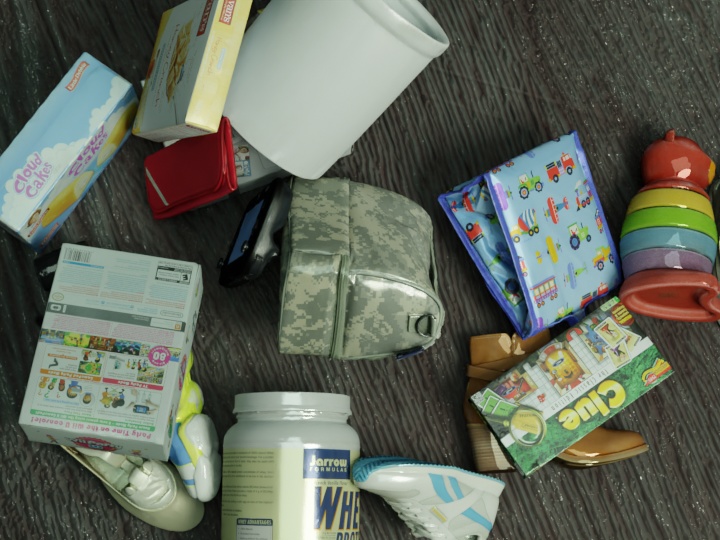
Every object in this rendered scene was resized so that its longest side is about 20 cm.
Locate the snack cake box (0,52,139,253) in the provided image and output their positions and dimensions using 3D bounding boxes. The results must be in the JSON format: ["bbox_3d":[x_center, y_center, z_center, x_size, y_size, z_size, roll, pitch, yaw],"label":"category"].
[{"bbox_3d":[-0.326,-0.126,1.359,0.067,0.115,0.200,35,80,3],"label":"snack cake box"}]

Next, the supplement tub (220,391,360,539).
[{"bbox_3d":[-0.072,0.230,1.296,0.145,0.145,0.200,1,80,-3],"label":"supplement tub"}]

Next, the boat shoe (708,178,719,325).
[{"bbox_3d":[0.434,-0.015,1.414,0.072,0.060,0.202,-2,80,-4],"label":"boat shoe"}]

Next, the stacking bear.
[{"bbox_3d":[0.350,-0.056,1.395,0.114,0.121,0.200,0,69,21],"label":"stacking bear"}]

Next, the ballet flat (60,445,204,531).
[{"bbox_3d":[-0.253,0.210,1.329,0.200,0.069,0.069,36,80,3],"label":"ballet flat"}]

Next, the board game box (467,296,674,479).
[{"bbox_3d":[0.225,0.123,1.332,0.200,0.023,0.105,-34,78,-11],"label":"board game box"}]

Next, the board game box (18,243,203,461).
[{"bbox_3d":[-0.253,0.083,1.286,0.147,0.064,0.200,9,65,0],"label":"board game box"}]

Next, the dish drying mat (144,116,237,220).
[{"bbox_3d":[-0.183,-0.104,1.325,0.018,0.200,0.077,-4,85,-31],"label":"dish drying mat"}]

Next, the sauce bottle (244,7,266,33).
[{"bbox_3d":[-0.084,-0.266,1.385,0.200,0.066,0.066,-23,82,-8],"label":"sauce bottle"}]

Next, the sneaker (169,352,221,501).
[{"bbox_3d":[-0.216,0.162,1.338,0.105,0.076,0.200,-18,66,4],"label":"sneaker"}]

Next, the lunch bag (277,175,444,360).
[{"bbox_3d":[0.000,0.000,1.313,0.168,0.200,0.139,3,124,-2],"label":"lunch bag"}]

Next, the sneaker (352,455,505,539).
[{"bbox_3d":[0.071,0.240,1.300,0.200,0.076,0.081,21,79,-37],"label":"sneaker"}]

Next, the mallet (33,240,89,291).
[{"bbox_3d":[-0.304,0.062,1.342,0.066,0.041,0.200,-15,65,-4],"label":"mallet"}]

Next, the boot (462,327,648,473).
[{"bbox_3d":[0.212,0.141,1.375,0.200,0.077,0.155,-3,76,3],"label":"boot"}]

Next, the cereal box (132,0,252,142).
[{"bbox_3d":[-0.178,-0.210,1.296,0.039,0.200,0.144,16,85,-25],"label":"cereal box"}]

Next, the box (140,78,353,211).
[{"bbox_3d":[-0.129,-0.174,1.417,0.200,0.041,0.156,-21,81,-6],"label":"box"}]

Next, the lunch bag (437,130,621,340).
[{"bbox_3d":[0.204,-0.030,1.374,0.150,0.094,0.200,-27,91,-34],"label":"lunch bag"}]

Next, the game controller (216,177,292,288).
[{"bbox_3d":[-0.114,-0.037,1.316,0.042,0.200,0.104,13,81,-14],"label":"game controller"}]

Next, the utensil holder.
[{"bbox_3d":[-0.037,-0.218,1.291,0.170,0.170,0.200,45,108,5],"label":"utensil holder"}]
